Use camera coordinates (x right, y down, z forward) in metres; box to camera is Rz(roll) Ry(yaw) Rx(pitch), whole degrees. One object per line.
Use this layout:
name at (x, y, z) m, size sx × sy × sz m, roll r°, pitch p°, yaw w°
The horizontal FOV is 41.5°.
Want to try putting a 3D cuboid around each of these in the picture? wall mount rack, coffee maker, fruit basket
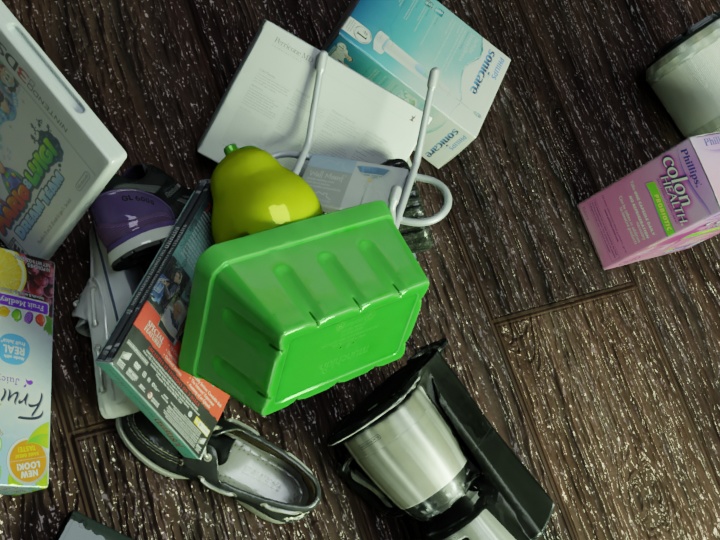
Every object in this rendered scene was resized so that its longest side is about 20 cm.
wall mount rack at (-0.003, -0.121, 0.918) m, size 0.200 × 0.075 × 0.174 m, roll 11°, pitch 55°, yaw 10°
coffee maker at (0.094, 0.187, 0.940) m, size 0.192 × 0.135 × 0.200 m, roll -37°, pitch 91°, yaw -36°
fruit basket at (-0.068, -0.003, 0.814) m, size 0.215 × 0.156 × 0.216 m, roll 11°, pitch 36°, yaw -8°

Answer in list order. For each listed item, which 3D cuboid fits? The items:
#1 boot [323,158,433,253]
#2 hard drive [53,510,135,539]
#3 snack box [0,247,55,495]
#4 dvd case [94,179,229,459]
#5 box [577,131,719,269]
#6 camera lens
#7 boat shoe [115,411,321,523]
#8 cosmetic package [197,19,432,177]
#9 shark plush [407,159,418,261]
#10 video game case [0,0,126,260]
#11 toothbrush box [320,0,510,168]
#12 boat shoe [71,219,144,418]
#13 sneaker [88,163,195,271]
boot at (0.000, -0.001, 0.953) m, size 0.158 × 0.079 × 0.211 m, roll -11°, pitch 84°, yaw -6°
hard drive at (-0.185, 0.308, 0.792) m, size 0.200 × 0.033 × 0.140 m, roll 32°, pitch 58°, yaw -14°
snack box at (-0.323, 0.075, 0.772) m, size 0.142 × 0.053 × 0.200 m, roll 19°, pitch 59°, yaw -47°
dvd case at (-0.140, 0.041, 0.831) m, size 0.146 × 0.022 × 0.200 m, roll 60°, pitch 42°, yaw -42°
box at (0.414, -0.091, 1.198) m, size 0.176 × 0.200 × 0.097 m, roll -12°, pitch 76°, yaw -33°
camera lens at (0.517, -0.255, 1.350) m, size 0.160 × 0.160 × 0.200 m, roll -31°, pitch 87°, yaw -35°
boat shoe at (-0.126, 0.169, 0.866) m, size 0.200 × 0.060 × 0.074 m, roll 35°, pitch 58°, yaw -12°
cosmetic package at (-0.048, -0.146, 0.997) m, size 0.200 × 0.052 × 0.151 m, roll 28°, pitch 102°, yaw -16°
shark plush at (0.015, -0.102, 1.083) m, size 0.083 × 0.091 × 0.200 m, roll -24°, pitch 104°, yaw -15°
video game case at (-0.299, -0.113, 0.803) m, size 0.182 × 0.200 × 0.024 m, roll 50°, pitch 45°, yaw -2°
toothbrush box at (0.062, -0.244, 1.133) m, size 0.200 × 0.085 × 0.147 m, roll 34°, pitch 56°, yaw -13°
boat shoe at (-0.228, 0.037, 0.860) m, size 0.065 × 0.074 × 0.200 m, roll -20°, pitch 60°, yaw 0°
sneaker at (-0.174, -0.064, 0.887) m, size 0.088 × 0.076 × 0.200 m, roll 62°, pitch 22°, yaw 4°
